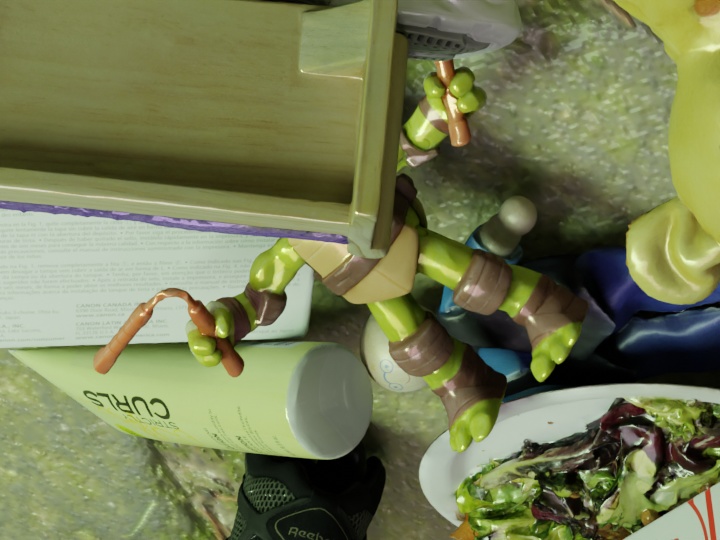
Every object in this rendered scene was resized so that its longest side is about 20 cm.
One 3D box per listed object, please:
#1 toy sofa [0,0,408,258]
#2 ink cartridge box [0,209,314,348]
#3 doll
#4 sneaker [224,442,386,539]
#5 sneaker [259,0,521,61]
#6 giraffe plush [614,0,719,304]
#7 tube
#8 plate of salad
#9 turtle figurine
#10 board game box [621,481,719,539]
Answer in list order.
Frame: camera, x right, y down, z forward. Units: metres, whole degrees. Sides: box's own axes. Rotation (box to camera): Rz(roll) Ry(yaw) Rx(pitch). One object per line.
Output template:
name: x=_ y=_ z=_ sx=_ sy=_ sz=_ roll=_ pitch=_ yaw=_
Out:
toy sofa: x=-0.085 y=-0.055 z=0.852 sx=0.199 sy=0.083 sz=0.098 roll=5 pitch=167 yaw=-1
ink cartridge box: x=-0.095 y=-0.051 z=0.996 sx=0.162 sy=0.050 sz=0.200 roll=-2 pitch=134 yaw=-10
doll: x=0.090 y=0.019 z=1.027 sx=0.199 sy=0.049 sz=0.137 roll=-8 pitch=137 yaw=27
sneaker: x=-0.035 y=0.133 z=1.183 sx=0.076 sy=0.115 sz=0.199 roll=19 pitch=165 yaw=-4
sneaker: x=-0.036 y=-0.137 z=0.887 sx=0.199 sy=0.100 sz=0.078 roll=9 pitch=169 yaw=-15
giraffe plush: x=0.139 y=-0.081 z=0.770 sx=0.172 sy=0.200 sz=0.163 roll=-13 pitch=100 yaw=55
tube: x=-0.078 y=0.058 z=1.111 sx=0.200 sy=0.052 sz=0.058 roll=0 pitch=107 yaw=48
plate of salad: x=0.124 y=0.102 z=1.065 sx=0.199 sy=0.048 sz=0.200 roll=4 pitch=151 yaw=2
turtle figurine: x=0.000 y=0.000 z=0.977 sx=0.161 sy=0.064 sz=0.200 roll=40 pitch=104 yaw=-13
board game box: x=0.206 y=0.147 z=1.050 sx=0.199 sy=0.046 sz=0.151 roll=15 pitch=146 yaw=-28
